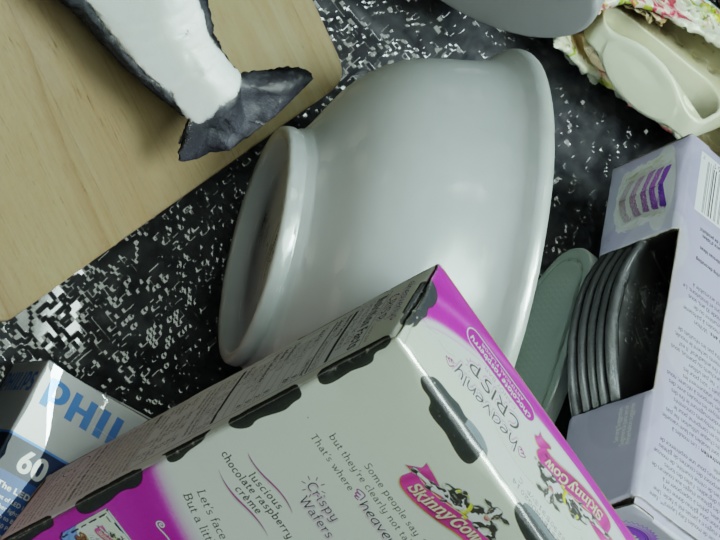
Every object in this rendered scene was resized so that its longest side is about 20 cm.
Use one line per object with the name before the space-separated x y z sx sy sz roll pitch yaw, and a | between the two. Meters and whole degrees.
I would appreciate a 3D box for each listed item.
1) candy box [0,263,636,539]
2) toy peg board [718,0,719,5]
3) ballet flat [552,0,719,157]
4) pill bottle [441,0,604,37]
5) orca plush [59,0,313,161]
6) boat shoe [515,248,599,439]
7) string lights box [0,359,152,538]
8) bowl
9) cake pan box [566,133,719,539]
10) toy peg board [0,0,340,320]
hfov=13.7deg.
candy box | -0.017 0.103 1.103 0.137 0.199 0.061 54 30 -14
toy peg board | 0.270 -0.142 1.335 0.199 0.098 0.200 -26 96 -20
ballet flat | 0.159 -0.065 1.290 0.199 0.076 0.064 34 34 0
pill bottle | 0.095 -0.205 1.250 0.114 0.114 0.201 33 68 -16
orca plush | -0.082 -0.143 1.112 0.200 0.105 0.071 47 29 -25
boat shoe | 0.078 0.092 1.264 0.060 0.076 0.201 20 92 -18
string lights box | -0.135 0.147 1.183 0.102 0.059 0.201 32 76 -17
bowl | 0.000 0.000 1.174 0.090 0.201 0.202 15 82 -13
cake pan box | 0.168 0.068 1.248 0.200 0.052 0.185 36 48 -32
toy peg board | -0.141 -0.114 1.177 0.199 0.098 0.201 -38 112 -35
